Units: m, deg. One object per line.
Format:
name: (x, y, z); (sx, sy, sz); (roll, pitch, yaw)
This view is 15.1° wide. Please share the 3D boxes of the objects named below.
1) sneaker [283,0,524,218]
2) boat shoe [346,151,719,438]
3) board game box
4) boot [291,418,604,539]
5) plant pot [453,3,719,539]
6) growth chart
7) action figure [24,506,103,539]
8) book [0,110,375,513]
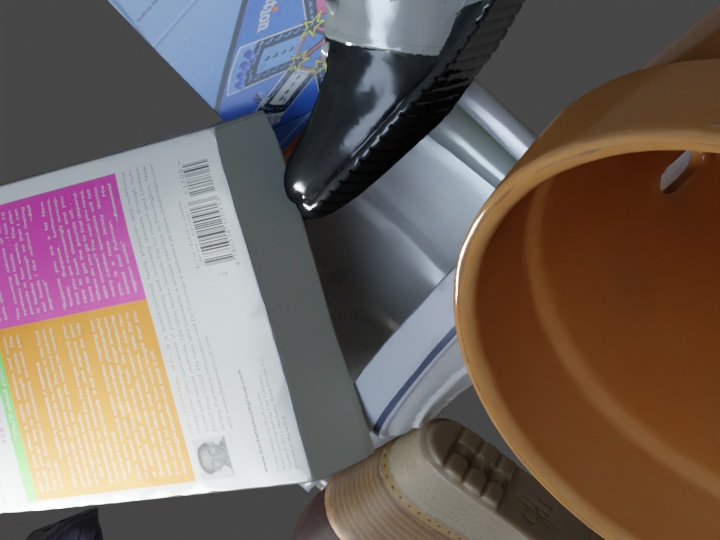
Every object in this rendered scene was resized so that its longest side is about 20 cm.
sneaker: (0.017, -0.114, 0.954); (0.088, 0.074, 0.200); (35, 102, 8)
boat shoe: (0.080, 0.004, 0.981); (0.200, 0.071, 0.070); (-44, 85, 16)
board game box: (0.004, -0.136, 1.000); (0.103, 0.019, 0.200); (47, 113, 5)
boot: (0.052, 0.158, 1.074); (0.200, 0.072, 0.166); (42, 133, 0)
plant pot: (0.147, -0.005, 0.845); (0.200, 0.140, 0.200); (19, 138, 18)
growth chart: (0.000, 0.000, 1.059); (0.145, 0.018, 0.200); (49, 119, 3)
action figure: (-0.105, 0.205, 1.147); (0.130, 0.069, 0.200); (-27, 98, 24)
book: (-0.088, 0.020, 1.048); (0.200, 0.048, 0.134); (-10, 98, 51)
